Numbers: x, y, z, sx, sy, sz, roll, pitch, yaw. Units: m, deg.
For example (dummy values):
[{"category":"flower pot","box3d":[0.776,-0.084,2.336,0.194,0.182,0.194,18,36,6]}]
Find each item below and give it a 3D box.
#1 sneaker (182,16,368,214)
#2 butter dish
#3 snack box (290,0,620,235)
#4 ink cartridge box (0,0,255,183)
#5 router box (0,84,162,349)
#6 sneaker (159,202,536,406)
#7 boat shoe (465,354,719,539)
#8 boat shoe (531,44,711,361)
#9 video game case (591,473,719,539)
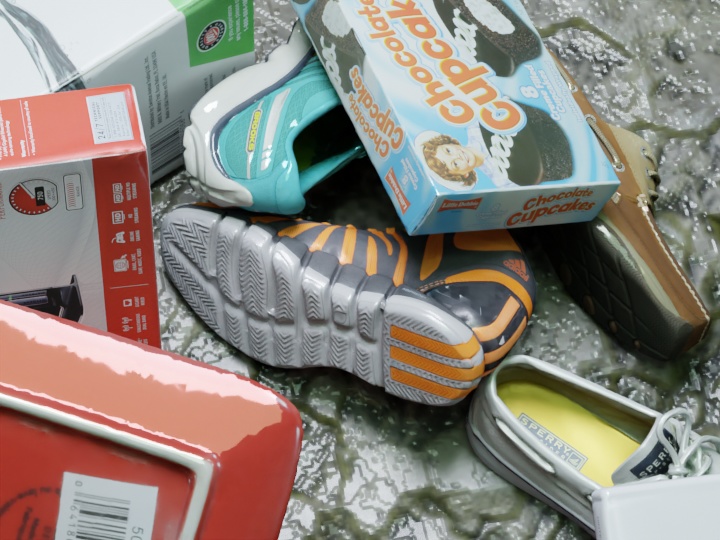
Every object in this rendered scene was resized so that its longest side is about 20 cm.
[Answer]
[{"category":"sneaker","box3d":[-0.006,-0.089,1.365,0.080,0.078,0.200,19,48,33]},{"category":"butter dish","box3d":[-0.138,0.121,1.243,0.199,0.148,0.200,18,95,3]},{"category":"snack box","box3d":[0.039,-0.108,1.325,0.116,0.037,0.200,-6,56,-34]},{"category":"ink cartridge box","box3d":[-0.156,-0.091,1.335,0.200,0.147,0.083,-34,68,-19]},{"category":"router box","box3d":[-0.188,0.009,1.257,0.179,0.200,0.049,-8,47,-8]},{"category":"sneaker","box3d":[0.000,0.000,1.353,0.200,0.078,0.112,23,41,23]},{"category":"boat shoe","box3d":[0.147,0.100,1.303,0.202,0.086,0.075,33,67,11]},{"category":"boat shoe","box3d":[0.124,-0.047,1.378,0.074,0.076,0.200,-30,72,-20]},{"category":"video game case","box3d":[0.218,0.185,1.262,0.199,0.024,0.183,-6,85,-15]}]
